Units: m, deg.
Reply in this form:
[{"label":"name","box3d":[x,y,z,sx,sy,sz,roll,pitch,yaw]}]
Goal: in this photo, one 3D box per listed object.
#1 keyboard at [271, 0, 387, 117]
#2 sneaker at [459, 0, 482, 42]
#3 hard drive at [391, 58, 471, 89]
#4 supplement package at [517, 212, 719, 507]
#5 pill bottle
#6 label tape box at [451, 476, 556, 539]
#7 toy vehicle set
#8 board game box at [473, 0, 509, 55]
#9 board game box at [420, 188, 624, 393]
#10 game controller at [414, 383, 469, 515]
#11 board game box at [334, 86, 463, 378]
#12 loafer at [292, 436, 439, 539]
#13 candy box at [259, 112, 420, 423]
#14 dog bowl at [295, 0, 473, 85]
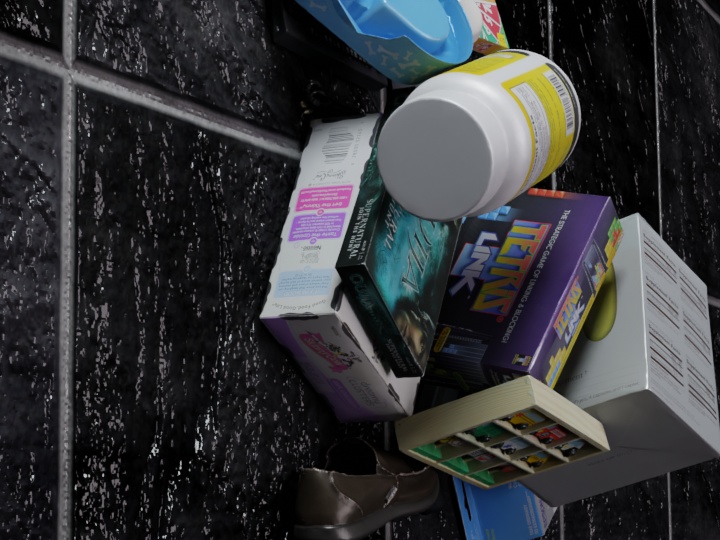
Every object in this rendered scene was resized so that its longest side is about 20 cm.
[{"label":"keyboard","box3d":[-0.022,-0.186,1.401,0.200,0.020,0.128,14,71,-64]},{"label":"sneaker","box3d":[0.050,-0.258,1.420,0.199,0.088,0.076,29,52,-37]},{"label":"hard drive","box3d":[0.080,-0.143,1.595,0.135,0.042,0.201,-45,127,-58]},{"label":"supplement package","box3d":[0.225,0.088,1.584,0.147,0.190,0.201,40,40,-39]},{"label":"pill bottle","box3d":[0.094,-0.107,1.304,0.200,0.114,0.115,-31,114,-61]},{"label":"label tape box","box3d":[0.158,0.195,1.694,0.200,0.066,0.144,-52,132,-57]},{"label":"toy vehicle set","box3d":[0.125,0.142,1.412,0.200,0.124,0.027,33,41,-59]},{"label":"board game box","box3d":[0.070,-0.265,1.551,0.199,0.030,0.096,5,65,-53]},{"label":"board game box","box3d":[0.123,0.015,1.477,0.201,0.164,0.057,-61,141,-29]},{"label":"game controller","box3d":[0.075,0.131,1.567,0.105,0.042,0.201,81,22,-47]},{"label":"board game box","box3d":[0.038,-0.032,1.336,0.136,0.028,0.201,61,34,-41]},{"label":"loafer","box3d":[0.009,0.171,1.362,0.200,0.073,0.072,-18,104,-65]},{"label":"candy box","box3d":[0.000,0.000,1.370,0.168,0.071,0.201,57,37,-47]},{"label":"dog bowl","box3d":[0.003,-0.229,1.334,0.200,0.050,0.112,39,37,-19]}]
